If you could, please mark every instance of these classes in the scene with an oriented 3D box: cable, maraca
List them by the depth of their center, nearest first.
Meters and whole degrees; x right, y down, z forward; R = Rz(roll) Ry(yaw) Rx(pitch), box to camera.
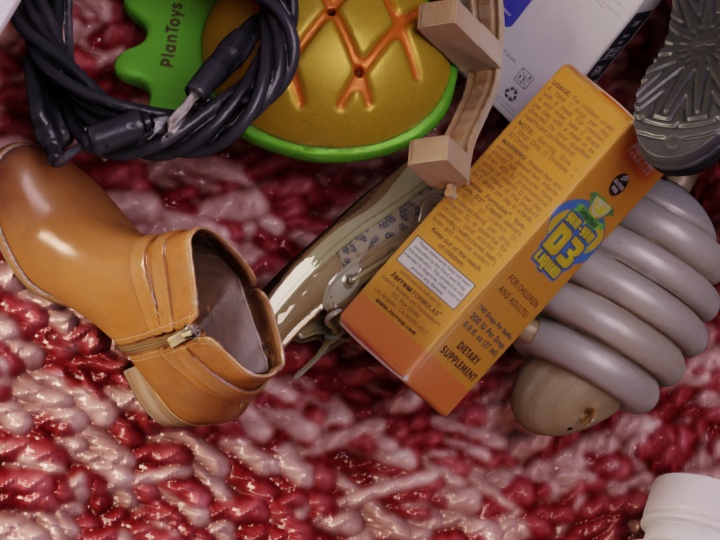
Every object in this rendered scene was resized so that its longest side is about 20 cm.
[{"bbox_3d":[-0.116,-0.146,1.673,0.162,0.051,0.201,-17,49,9],"label":"cable"},{"bbox_3d":[-0.042,-0.126,1.723,0.199,0.107,0.138,7,58,-2],"label":"maraca"}]

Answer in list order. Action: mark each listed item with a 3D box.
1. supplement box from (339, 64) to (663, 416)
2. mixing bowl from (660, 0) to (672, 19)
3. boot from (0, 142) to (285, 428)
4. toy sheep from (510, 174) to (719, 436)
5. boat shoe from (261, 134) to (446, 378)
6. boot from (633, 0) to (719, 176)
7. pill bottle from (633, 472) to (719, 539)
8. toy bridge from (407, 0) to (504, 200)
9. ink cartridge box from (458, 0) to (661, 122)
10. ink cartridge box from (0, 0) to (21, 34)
[{"bbox_3d":[0.083,-0.017,1.689,0.200,0.067,0.069,-50,56,-1],"label":"supplement box"},{"bbox_3d":[0.239,-0.181,1.818,0.108,0.200,0.201,-33,92,5],"label":"mixing bowl"},{"bbox_3d":[-0.120,-0.004,1.634,0.074,0.155,0.200,-42,95,-24],"label":"boot"},{"bbox_3d":[0.150,0.009,1.757,0.137,0.138,0.201,30,88,-13],"label":"toy sheep"},{"bbox_3d":[0.000,0.000,1.727,0.200,0.073,0.063,-43,93,-25],"label":"boat shoe"},{"bbox_3d":[0.223,-0.055,1.722,0.201,0.065,0.165,67,34,-41],"label":"boot"},{"bbox_3d":[0.182,0.226,1.729,0.111,0.111,0.201,25,70,-15],"label":"pill bottle"},{"bbox_3d":[0.059,-0.133,1.703,0.067,0.027,0.201,39,51,-54],"label":"toy bridge"},{"bbox_3d":[0.131,-0.181,1.734,0.099,0.200,0.039,46,27,15],"label":"ink cartridge box"},{"bbox_3d":[-0.271,-0.144,1.579,0.144,0.200,0.148,32,69,-12],"label":"ink cartridge box"}]
